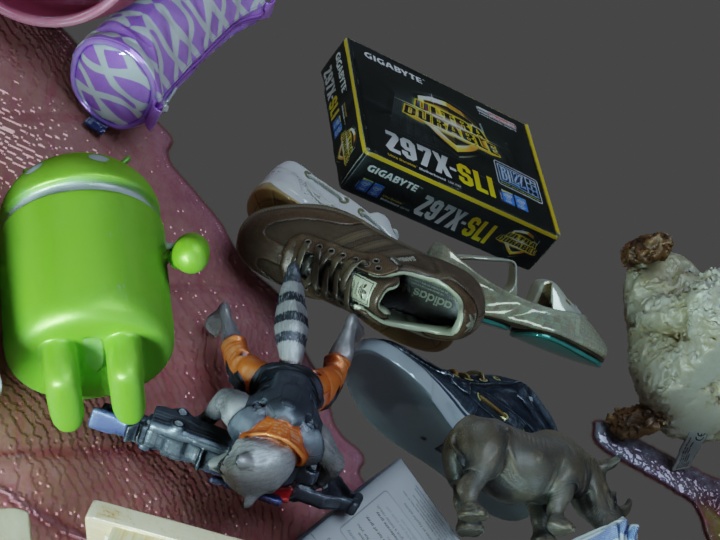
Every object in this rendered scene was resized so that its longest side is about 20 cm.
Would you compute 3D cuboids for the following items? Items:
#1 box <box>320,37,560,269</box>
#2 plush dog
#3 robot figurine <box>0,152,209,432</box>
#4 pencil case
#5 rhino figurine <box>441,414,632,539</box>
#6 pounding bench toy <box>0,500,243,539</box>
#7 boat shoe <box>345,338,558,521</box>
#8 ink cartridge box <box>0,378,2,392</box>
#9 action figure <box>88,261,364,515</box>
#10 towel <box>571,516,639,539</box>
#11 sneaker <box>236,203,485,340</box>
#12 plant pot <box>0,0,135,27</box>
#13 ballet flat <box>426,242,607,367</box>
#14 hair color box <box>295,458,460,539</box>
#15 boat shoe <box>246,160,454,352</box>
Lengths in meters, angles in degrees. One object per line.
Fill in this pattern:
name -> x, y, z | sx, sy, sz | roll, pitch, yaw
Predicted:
box -> 0.066, -0.099, 1.523 | 0.199, 0.049, 0.160 | 23, 36, -25
plush dog -> 0.283, 0.060, 1.579 | 0.200, 0.160, 0.172 | 53, 21, -38
robot figurine -> -0.189, 0.006, 1.226 | 0.174, 0.116, 0.201 | -6, 58, -5
pencil case -> -0.147, -0.187, 1.411 | 0.085, 0.084, 0.200 | 29, 45, 7
rhino figurine -> 0.139, 0.161, 1.355 | 0.199, 0.060, 0.088 | 15, 60, -36
pounding bench toy -> -0.163, 0.242, 1.088 | 0.199, 0.125, 0.157 | 14, 49, 7
boat shoe -> 0.073, 0.105, 1.412 | 0.200, 0.071, 0.091 | 44, 44, -17
ink cartridge box -> -0.342, 0.044, 1.107 | 0.199, 0.083, 0.146 | -5, 66, -40
action figure -> -0.082, 0.085, 1.256 | 0.199, 0.105, 0.194 | 15, 35, -10
towel -> 0.130, 0.279, 1.283 | 0.024, 0.147, 0.201 | 38, 47, -19
sneaker -> 0.000, 0.000, 1.350 | 0.199, 0.071, 0.076 | 16, 11, 2
plant pot -> -0.204, -0.300, 1.379 | 0.200, 0.200, 0.179 | 51, 29, 1
ballet flat -> 0.135, 0.027, 1.501 | 0.199, 0.067, 0.063 | 20, 84, -28
hair color box -> -0.014, 0.229, 1.264 | 0.099, 0.061, 0.200 | 53, 44, 3
boat shoe -> 0.005, -0.017, 1.431 | 0.200, 0.071, 0.069 | 41, 45, -8
